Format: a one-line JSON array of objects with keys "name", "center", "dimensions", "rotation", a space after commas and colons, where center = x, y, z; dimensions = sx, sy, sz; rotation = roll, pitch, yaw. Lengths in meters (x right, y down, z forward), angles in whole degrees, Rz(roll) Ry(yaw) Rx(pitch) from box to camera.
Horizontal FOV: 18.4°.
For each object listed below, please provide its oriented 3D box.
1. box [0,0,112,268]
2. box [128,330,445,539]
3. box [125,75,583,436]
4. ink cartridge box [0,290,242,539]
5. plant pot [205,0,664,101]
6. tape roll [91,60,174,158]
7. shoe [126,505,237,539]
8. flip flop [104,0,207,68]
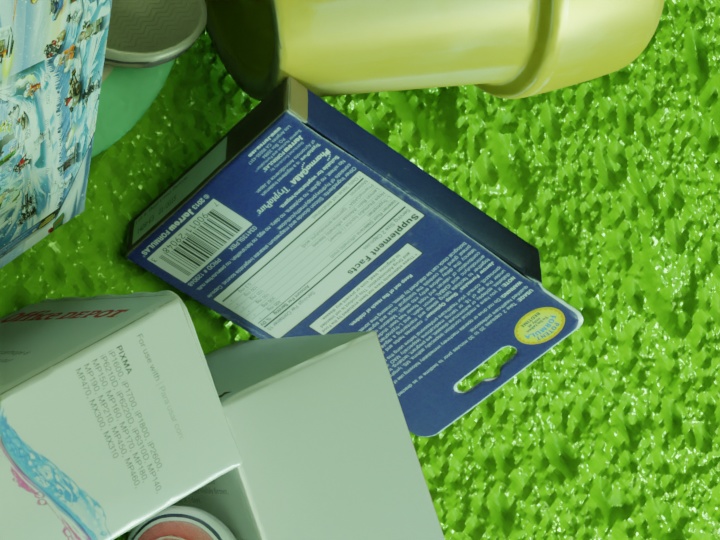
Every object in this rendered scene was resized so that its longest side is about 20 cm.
[{"name": "box", "center": [-0.153, -0.085, 0.886], "dimensions": [0.137, 0.040, 0.201], "rotation": [-41, 151, -51]}, {"name": "box", "center": [-0.032, 0.140, 1.048], "dimensions": [0.097, 0.124, 0.201], "rotation": [-24, 100, -34]}, {"name": "box", "center": [0.000, 0.000, 1.087], "dimensions": [0.200, 0.121, 0.032], "rotation": [34, 33, -27]}, {"name": "ink cartridge box", "center": [-0.173, 0.088, 0.940], "dimensions": [0.200, 0.147, 0.086], "rotation": [-27, 104, -32]}, {"name": "plant pot", "center": [0.019, -0.169, 1.079], "dimensions": [0.188, 0.201, 0.202], "rotation": [-19, 97, -18]}, {"name": "tape roll", "center": [-0.176, -0.139, 1.017], "dimensions": [0.200, 0.048, 0.201], "rotation": [3, 84, -35]}, {"name": "shoe", "center": [-0.082, 0.204, 0.941], "dimensions": [0.071, 0.091, 0.201], "rotation": [2, 92, 9]}, {"name": "flip flop", "center": [-0.136, -0.176, 0.983], "dimensions": [0.081, 0.057, 0.200], "rotation": [-41, 108, -30]}]
